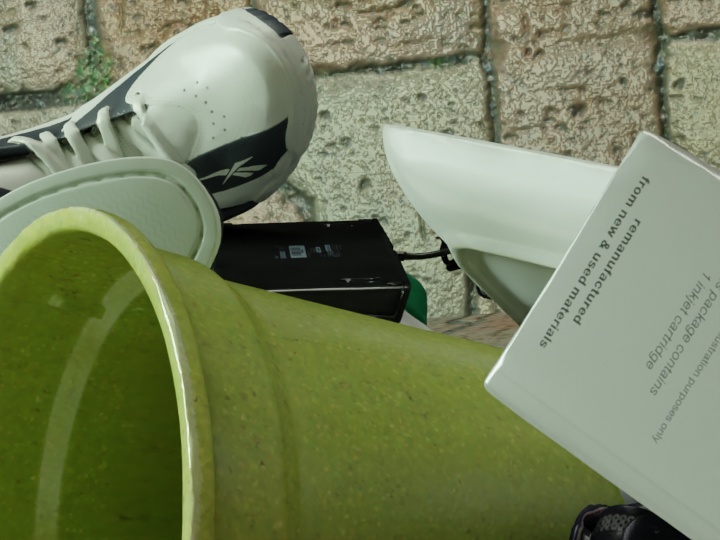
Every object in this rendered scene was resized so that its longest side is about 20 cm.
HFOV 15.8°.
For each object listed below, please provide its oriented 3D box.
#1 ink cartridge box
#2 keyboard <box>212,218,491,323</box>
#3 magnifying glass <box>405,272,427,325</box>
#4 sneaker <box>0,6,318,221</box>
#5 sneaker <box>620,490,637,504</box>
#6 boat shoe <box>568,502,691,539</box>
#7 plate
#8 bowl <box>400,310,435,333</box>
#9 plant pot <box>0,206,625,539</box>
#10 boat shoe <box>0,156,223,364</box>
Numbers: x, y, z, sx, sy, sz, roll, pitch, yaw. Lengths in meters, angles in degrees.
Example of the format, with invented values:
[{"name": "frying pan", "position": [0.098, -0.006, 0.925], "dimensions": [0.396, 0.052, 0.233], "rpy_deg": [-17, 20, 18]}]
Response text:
[{"name": "ink cartridge box", "position": [0.156, 0.057, 0.694], "dimensions": [0.200, 0.088, 0.145], "rpy_deg": [37, 10, 31]}, {"name": "keyboard", "position": [0.000, 0.000, 1.026], "dimensions": [0.127, 0.021, 0.200], "rpy_deg": [-2, 9, -3]}, {"name": "magnifying glass", "position": [-0.070, 0.019, 1.157], "dimensions": [0.199, 0.022, 0.080], "rpy_deg": [-3, -26, 3]}, {"name": "sneaker", "position": [-0.113, -0.033, 1.062], "dimensions": [0.199, 0.080, 0.130], "rpy_deg": [-21, 9, 43]}, {"name": "sneaker", "position": [0.072, 0.110, 1.080], "dimensions": [0.115, 0.075, 0.200], "rpy_deg": [-4, 5, -19]}, {"name": "boat shoe", "position": [0.062, 0.118, 0.749], "dimensions": [0.074, 0.093, 0.200], "rpy_deg": [-4, 3, 34]}, {"name": "plate", "position": [0.118, 0.026, 0.919], "dimensions": [0.199, 0.032, 0.200], "rpy_deg": [16, -21, 50]}, {"name": "bowl", "position": [-0.065, 0.052, 1.057], "dimensions": [0.199, 0.075, 0.200], "rpy_deg": [-1, -5, -24]}, {"name": "plant pot", "position": [-0.020, 0.088, 0.842], "dimensions": [0.184, 0.201, 0.200], "rpy_deg": [6, -4, -31]}, {"name": "boat shoe", "position": [-0.126, 0.023, 0.934], "dimensions": [0.200, 0.076, 0.060], "rpy_deg": [-29, -10, 18]}]
